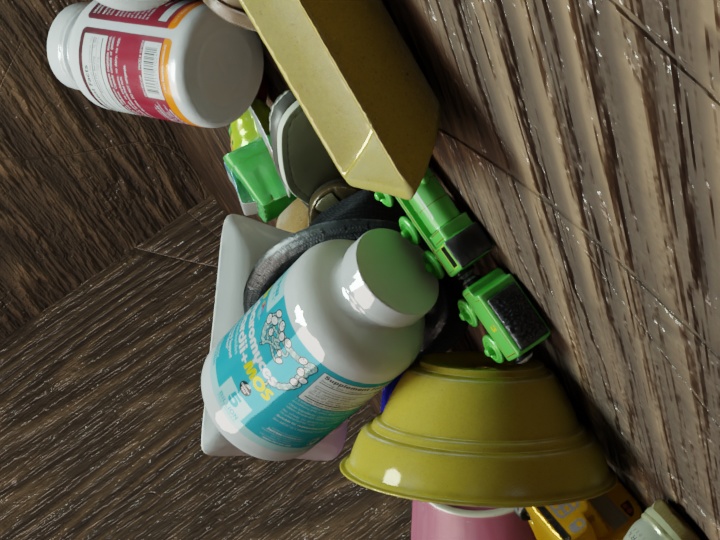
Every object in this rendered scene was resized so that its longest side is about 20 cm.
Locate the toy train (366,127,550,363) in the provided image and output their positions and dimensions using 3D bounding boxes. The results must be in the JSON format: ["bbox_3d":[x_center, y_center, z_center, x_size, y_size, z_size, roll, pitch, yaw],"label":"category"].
[{"bbox_3d":[0.059,-0.023,0.928,0.200,0.042,0.056,55,164,4],"label":"toy train"}]

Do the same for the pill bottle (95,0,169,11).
[{"bbox_3d":[-0.198,-0.281,1.154,0.120,0.120,0.200,57,174,-23],"label":"pill bottle"}]

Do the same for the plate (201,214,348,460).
[{"bbox_3d":[-0.057,0.064,1.194,0.032,0.201,0.200,2,173,33],"label":"plate"}]

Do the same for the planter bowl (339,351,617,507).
[{"bbox_3d":[0.086,0.105,0.986,0.200,0.199,0.084,-151,63,-77],"label":"planter bowl"}]

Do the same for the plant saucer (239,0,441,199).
[{"bbox_3d":[-0.021,-0.143,0.817,0.200,0.048,0.200,60,174,-11],"label":"plant saucer"}]

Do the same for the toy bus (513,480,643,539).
[{"bbox_3d":[0.181,0.215,1.062,0.065,0.078,0.200,51,173,38],"label":"toy bus"}]

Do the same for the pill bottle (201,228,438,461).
[{"bbox_3d":[-0.027,0.051,1.001,0.111,0.111,0.200,54,133,9],"label":"pill bottle"}]

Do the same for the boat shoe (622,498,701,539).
[{"bbox_3d":[0.212,0.231,0.965,0.074,0.066,0.200,50,172,43],"label":"boat shoe"}]

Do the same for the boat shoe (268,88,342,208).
[{"bbox_3d":[-0.040,-0.095,1.153,0.061,0.072,0.201,47,174,28],"label":"boat shoe"}]

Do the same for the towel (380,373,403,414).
[{"bbox_3d":[0.045,0.109,1.327,0.049,0.148,0.200,11,174,-2],"label":"towel"}]

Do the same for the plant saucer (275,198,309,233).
[{"bbox_3d":[-0.065,0.020,1.334,0.200,0.035,0.201,-179,90,-90],"label":"plant saucer"}]

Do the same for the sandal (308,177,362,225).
[{"bbox_3d":[0.006,-0.020,1.196,0.200,0.081,0.055,56,-165,-47],"label":"sandal"}]

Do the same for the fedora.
[{"bbox_3d":[0.000,0.000,1.099,0.201,0.200,0.092,61,-156,-46],"label":"fedora"}]

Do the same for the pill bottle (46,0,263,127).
[{"bbox_3d":[-0.196,-0.200,1.277,0.199,0.113,0.113,15,148,38],"label":"pill bottle"}]

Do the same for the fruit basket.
[{"bbox_3d":[-0.118,-0.150,1.384,0.200,0.094,0.185,58,174,4],"label":"fruit basket"}]

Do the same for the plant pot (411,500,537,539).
[{"bbox_3d":[0.124,0.239,1.219,0.200,0.199,0.180,47,154,54],"label":"plant pot"}]

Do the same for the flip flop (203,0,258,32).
[{"bbox_3d":[-0.079,-0.193,0.988,0.200,0.057,0.081,59,173,-35],"label":"flip flop"}]
